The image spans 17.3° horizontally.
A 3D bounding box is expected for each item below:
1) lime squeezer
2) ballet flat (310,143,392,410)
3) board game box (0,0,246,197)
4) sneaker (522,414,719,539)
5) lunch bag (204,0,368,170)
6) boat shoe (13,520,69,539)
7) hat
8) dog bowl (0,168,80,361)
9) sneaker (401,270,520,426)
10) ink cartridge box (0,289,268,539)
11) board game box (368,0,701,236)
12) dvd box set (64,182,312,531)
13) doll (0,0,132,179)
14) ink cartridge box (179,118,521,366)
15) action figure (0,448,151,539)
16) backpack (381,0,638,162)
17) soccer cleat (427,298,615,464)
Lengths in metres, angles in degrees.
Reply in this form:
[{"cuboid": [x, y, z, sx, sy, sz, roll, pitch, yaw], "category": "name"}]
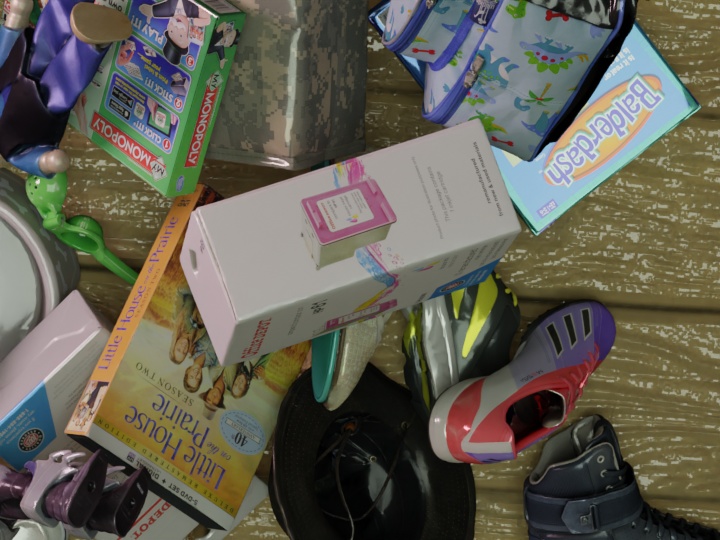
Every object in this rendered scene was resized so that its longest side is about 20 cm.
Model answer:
[{"cuboid": [-0.200, -0.046, 1.692, 0.038, 0.071, 0.200, -21, 102, 34], "category": "lime squeezer"}, {"cuboid": [0.000, 0.000, 1.674, 0.062, 0.067, 0.201, 4, 75, -17], "category": "ballet flat"}, {"cuboid": [-0.169, -0.156, 1.605, 0.200, 0.029, 0.135, 36, 121, 32], "category": "board game box"}, {"cuboid": [0.217, 0.177, 1.736, 0.202, 0.077, 0.147, -6, 103, -1], "category": "sneaker"}, {"cuboid": [-0.100, -0.163, 1.638, 0.200, 0.118, 0.164, 9, 105, 29], "category": "lunch bag"}, {"cuboid": [-0.297, 0.239, 1.716, 0.202, 0.086, 0.075, -34, 100, 4], "category": "boat shoe"}, {"cuboid": [-0.011, 0.165, 1.712, 0.081, 0.201, 0.201, -23, 103, 41], "category": "hat"}, {"cuboid": [-0.300, 0.019, 1.693, 0.200, 0.059, 0.201, 0, 100, -2], "category": "dog bowl"}, {"cuboid": [0.071, 0.013, 1.713, 0.084, 0.074, 0.201, -8, 101, -21], "category": "sneaker"}, {"cuboid": [-0.172, 0.124, 1.689, 0.115, 0.068, 0.200, -43, 123, 0], "category": "ink cartridge box"}, {"cuboid": [0.123, -0.150, 1.691, 0.152, 0.045, 0.200, -37, 99, 3], "category": "board game box"}, {"cuboid": [-0.108, 0.060, 1.651, 0.146, 0.029, 0.200, 39, 65, -34], "category": "dvd box set"}, {"cuboid": [-0.218, -0.132, 1.599, 0.048, 0.200, 0.137, -2, 61, -34], "category": "doll"}, {"cuboid": [-0.010, -0.015, 1.564, 0.200, 0.145, 0.085, -17, 78, -11], "category": "ink cartridge box"}, {"cuboid": [-0.247, 0.148, 1.592, 0.200, 0.130, 0.070, 0, 58, 28], "category": "action figure"}, {"cuboid": [0.098, -0.187, 1.559, 0.147, 0.183, 0.200, 18, 140, -6], "category": "backpack"}, {"cuboid": [0.132, 0.081, 1.669, 0.200, 0.073, 0.068, -32, 119, -42], "category": "soccer cleat"}]
